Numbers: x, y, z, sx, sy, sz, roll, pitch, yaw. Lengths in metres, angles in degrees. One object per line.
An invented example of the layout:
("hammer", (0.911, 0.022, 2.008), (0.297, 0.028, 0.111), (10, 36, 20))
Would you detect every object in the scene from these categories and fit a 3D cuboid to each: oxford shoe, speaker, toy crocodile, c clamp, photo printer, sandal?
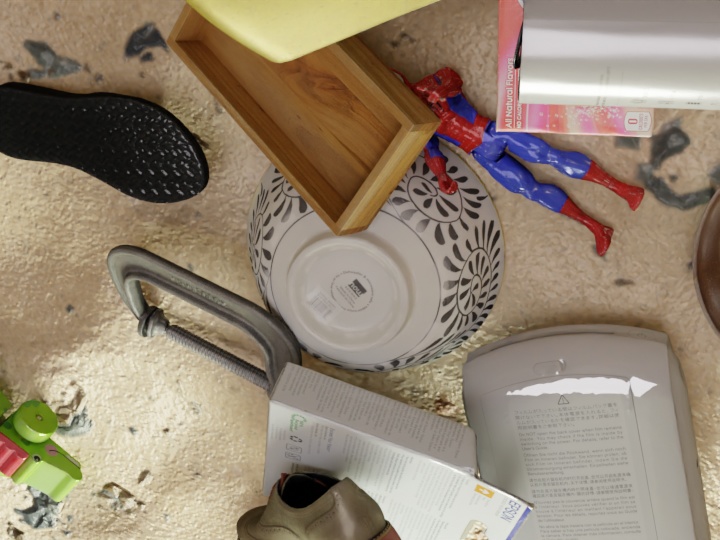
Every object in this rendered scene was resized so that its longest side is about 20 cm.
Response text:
("oxford shoe", (-0.044, 0.184, 0.924), (0.200, 0.070, 0.075), (-16, 102, 54))
("speaker", (0.186, -0.129, 0.673), (0.200, 0.081, 0.081), (3, 114, 8))
("toy crocodile", (-0.324, 0.125, 1.035), (0.067, 0.062, 0.200), (-40, 100, 26))
("c clamp", (-0.112, 0.057, 0.937), (0.200, 0.027, 0.171), (29, 152, 11))
("photo printer", (0.167, 0.135, 0.907), (0.166, 0.069, 0.200), (-8, 111, 19))
("sandal", (-0.195, -0.107, 0.912), (0.200, 0.048, 0.075), (18, 119, 21))

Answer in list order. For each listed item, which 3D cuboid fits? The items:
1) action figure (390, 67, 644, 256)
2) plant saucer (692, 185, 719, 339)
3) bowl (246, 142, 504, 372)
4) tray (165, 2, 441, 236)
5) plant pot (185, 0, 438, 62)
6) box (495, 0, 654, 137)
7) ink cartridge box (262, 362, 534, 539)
("action figure", (0.092, -0.076, 0.819), (0.200, 0.099, 0.065), (32, 117, 2))
("plant saucer", (0.329, -0.011, 0.820), (0.200, 0.034, 0.200), (6, 116, 12))
("bowl", (0.000, 0.000, 0.872), (0.201, 0.094, 0.201), (5, 112, 12))
("tray", (-0.043, -0.129, 0.812), (0.200, 0.037, 0.099), (48, 124, 19))
("plant pot", (-0.035, -0.232, 0.635), (0.194, 0.196, 0.200), (-21, 125, 6))
("box", (0.137, -0.192, 0.751), (0.103, 0.095, 0.200), (4, 115, 10))
("ink cartridge box", (0.024, 0.158, 0.918), (0.200, 0.041, 0.200), (22, 150, 5))
